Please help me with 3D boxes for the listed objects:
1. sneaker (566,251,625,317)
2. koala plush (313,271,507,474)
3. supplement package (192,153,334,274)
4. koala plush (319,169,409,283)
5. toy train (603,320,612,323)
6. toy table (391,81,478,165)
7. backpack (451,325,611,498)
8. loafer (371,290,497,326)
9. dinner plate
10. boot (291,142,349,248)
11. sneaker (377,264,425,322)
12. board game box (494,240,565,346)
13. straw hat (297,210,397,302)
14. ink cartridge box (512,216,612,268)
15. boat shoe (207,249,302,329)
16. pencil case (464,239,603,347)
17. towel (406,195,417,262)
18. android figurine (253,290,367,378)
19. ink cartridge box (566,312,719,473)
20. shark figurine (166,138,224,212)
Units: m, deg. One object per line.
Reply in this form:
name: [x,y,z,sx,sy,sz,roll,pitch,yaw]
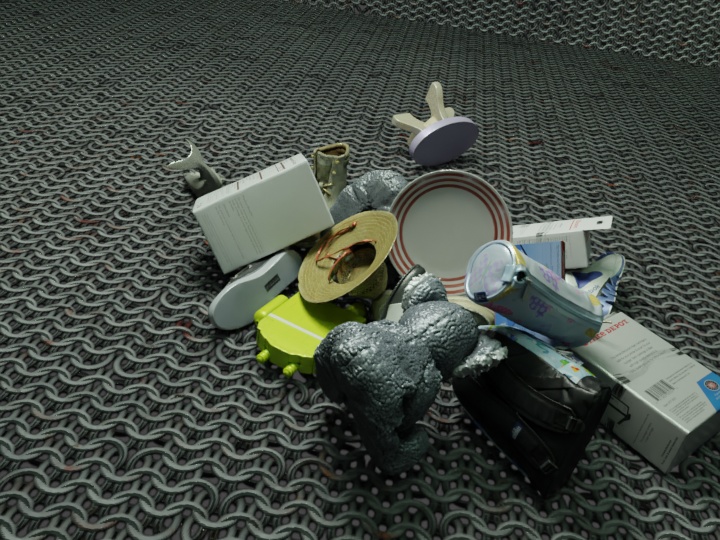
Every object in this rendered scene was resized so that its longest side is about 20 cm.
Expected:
sneaker: [0.386,0.019,1.104,0.115,0.081,0.199,21,38,16]
koala plush: [0.064,0.104,0.761,0.199,0.184,0.177,-30,58,-18]
supplement package: [-0.161,-0.098,1.054,0.199,0.117,0.117,-24,19,-4]
koala plush: [0.068,-0.088,1.138,0.200,0.184,0.177,-2,42,-50]
toy train: [0.284,0.028,0.964,0.084,0.116,0.199,6,-11,-44]
toy table: [0.175,-0.339,1.513,0.199,0.184,0.117,-8,52,-41]
backpack: [0.209,0.156,0.819,0.200,0.164,0.153,30,23,32]
loafer: [0.109,0.082,0.973,0.199,0.076,0.068,5,35,13]
dinner plate: [0.137,-0.058,0.997,0.199,0.201,0.024,12,16,7]
boot: [-0.076,-0.143,1.183,0.072,0.155,0.200,19,36,16]
sneaker: [0.064,0.090,0.898,0.088,0.074,0.201,23,76,12]
board game box: [0.246,0.059,0.922,0.103,0.201,0.019,-5,-15,32]
straw hat: [0.000,0.000,0.992,0.200,0.085,0.201,-29,32,20]
ink cartridge box: [0.340,-0.045,1.115,0.199,0.068,0.116,-5,13,25]
boat shoe: [-0.177,0.025,1.006,0.066,0.070,0.200,1,34,39]
pencil case: [0.224,0.033,0.808,0.200,0.091,0.084,27,66,-34]
towel: [0.147,-0.065,1.094,0.024,0.146,0.200,16,20,40]
android figurine: [-0.074,0.091,0.945,0.181,0.041,0.200,22,34,18]
ink cartridge box: [0.395,0.163,0.894,0.146,0.085,0.200,-18,41,-32]
shark figurine: [-0.304,-0.156,1.210,0.128,0.214,0.090,37,77,-6]
